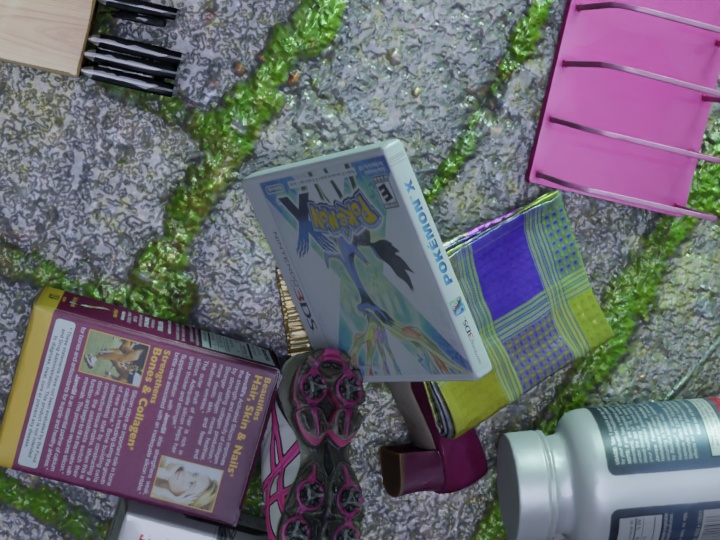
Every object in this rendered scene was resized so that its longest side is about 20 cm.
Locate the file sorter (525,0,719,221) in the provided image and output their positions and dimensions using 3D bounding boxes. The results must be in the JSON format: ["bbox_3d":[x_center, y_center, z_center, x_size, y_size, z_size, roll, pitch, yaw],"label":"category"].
[{"bbox_3d":[0.232,-0.149,1.236,0.137,0.125,0.202,12,96,-9],"label":"file sorter"}]

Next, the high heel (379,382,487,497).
[{"bbox_3d":[0.063,0.085,1.282,0.095,0.067,0.202,-6,107,-32],"label":"high heel"}]

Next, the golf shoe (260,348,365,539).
[{"bbox_3d":[-0.042,0.166,1.234,0.072,0.092,0.202,13,75,-27],"label":"golf shoe"}]

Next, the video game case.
[{"bbox_3d":[0.000,0.000,1.184,0.022,0.199,0.184,-30,103,-33],"label":"video game case"}]

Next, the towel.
[{"bbox_3d":[0.115,0.033,1.254,0.199,0.023,0.145,-26,102,-31],"label":"towel"}]

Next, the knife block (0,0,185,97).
[{"bbox_3d":[-0.241,-0.177,1.201,0.199,0.064,0.176,-33,100,-2],"label":"knife block"}]

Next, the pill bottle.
[{"bbox_3d":[0.217,0.170,1.282,0.198,0.120,0.121,-3,98,-7],"label":"pill bottle"}]

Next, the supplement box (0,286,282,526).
[{"bbox_3d":[-0.175,0.104,1.229,0.198,0.103,0.132,17,95,-9],"label":"supplement box"}]

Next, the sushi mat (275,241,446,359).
[{"bbox_3d":[0.032,0.028,1.291,0.198,0.012,0.097,-7,99,-6],"label":"sushi mat"}]

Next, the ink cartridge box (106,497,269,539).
[{"bbox_3d":[-0.118,0.275,1.271,0.198,0.083,0.148,16,96,-10],"label":"ink cartridge box"}]
